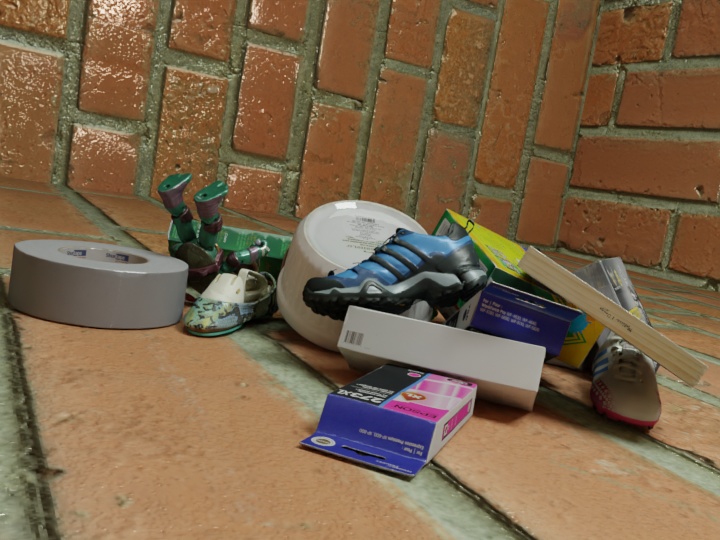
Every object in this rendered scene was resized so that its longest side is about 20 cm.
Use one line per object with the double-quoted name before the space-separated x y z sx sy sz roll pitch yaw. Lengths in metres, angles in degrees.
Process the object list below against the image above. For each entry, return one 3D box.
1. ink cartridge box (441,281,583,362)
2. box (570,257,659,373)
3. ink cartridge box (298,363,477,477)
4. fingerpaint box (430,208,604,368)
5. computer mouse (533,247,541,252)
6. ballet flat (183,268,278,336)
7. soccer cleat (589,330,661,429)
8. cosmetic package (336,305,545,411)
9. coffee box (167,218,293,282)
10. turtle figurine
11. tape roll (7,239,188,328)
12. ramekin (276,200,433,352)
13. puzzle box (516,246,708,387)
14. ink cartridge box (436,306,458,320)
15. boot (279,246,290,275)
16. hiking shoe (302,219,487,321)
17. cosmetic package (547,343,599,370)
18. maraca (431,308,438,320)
"ink cartridge box" 0.146 0.070 0.822 0.099 0.039 0.200 19 -21 -3
"box" 0.352 0.064 1.056 0.048 0.159 0.200 -25 -9 24
"ink cartridge box" 0.032 0.120 0.662 0.094 0.037 0.200 12 9 19
"fingerpaint box" 0.182 0.019 0.962 0.166 0.074 0.200 24 17 -20
"computer mouse" 0.226 0.046 1.223 0.052 0.140 0.200 10 19 32
"ballet flat" -0.157 0.032 0.961 0.074 0.075 0.200 11 7 12
"soccer cleat" 0.292 0.110 0.866 0.069 0.087 0.200 10 9 9
"cosmetic package" 0.082 0.088 0.790 0.198 0.051 0.083 12 -22 13
"coffee box" -0.184 -0.016 1.169 0.198 0.044 0.123 9 -31 -4
"turtle figurine" -0.198 -0.026 1.024 0.148 0.201 0.101 3 40 14
"tape roll" -0.307 0.013 0.921 0.199 0.067 0.200 9 6 -1
"ramekin" 0.000 0.000 0.954 0.198 0.106 0.201 8 36 -6
"puzzle box" 0.252 0.044 0.798 0.199 0.026 0.133 36 8 15
"ink cartridge box" 0.106 0.018 1.147 0.161 0.050 0.200 53 10 -1
"boot" -0.045 -0.013 1.078 0.096 0.075 0.201 -5 42 23
"hiking shoe" 0.033 0.001 0.835 0.198 0.087 0.075 -7 -23 -11
"cosmetic package" 0.299 0.086 1.140 0.101 0.072 0.200 13 8 24
"maraca" 0.027 0.021 1.177 0.199 0.108 0.137 29 13 9
